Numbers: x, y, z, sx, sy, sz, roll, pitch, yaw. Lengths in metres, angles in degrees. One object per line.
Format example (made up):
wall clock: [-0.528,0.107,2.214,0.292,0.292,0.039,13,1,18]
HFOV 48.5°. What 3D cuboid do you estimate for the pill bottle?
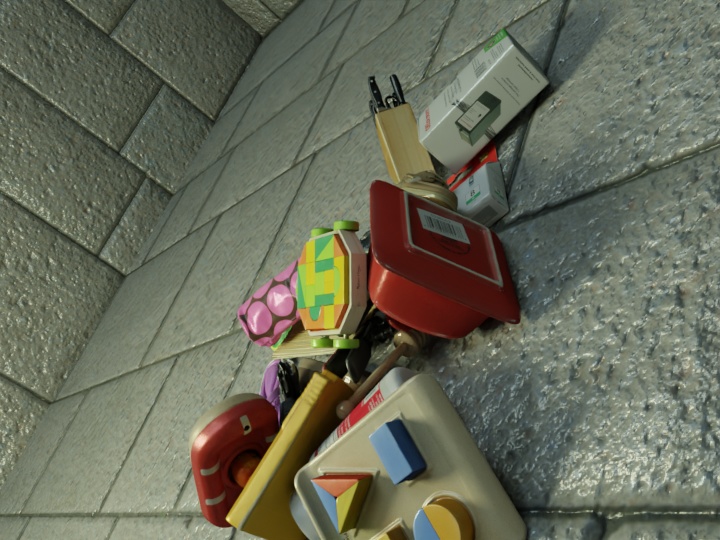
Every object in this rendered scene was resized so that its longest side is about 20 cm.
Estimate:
pill bottle: [0.014,0.215,0.895,0.200,0.112,0.113,-48,24,13]

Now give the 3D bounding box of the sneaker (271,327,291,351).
sneaker: [-0.099,0.047,1.360,0.201,0.083,0.074,-55,-22,-5]

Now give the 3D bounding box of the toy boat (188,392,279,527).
toy boat: [-0.146,0.266,1.059,0.129,0.203,0.130,-24,36,-30]

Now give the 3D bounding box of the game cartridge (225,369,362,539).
game cartridge: [-0.063,0.230,0.965,0.032,0.177,0.202,23,75,28]

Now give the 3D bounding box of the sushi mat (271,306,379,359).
sushi mat: [-0.054,0.093,1.218,0.198,0.012,0.096,-12,35,47]

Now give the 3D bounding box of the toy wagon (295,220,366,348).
toy wagon: [-0.047,0.022,1.040,0.199,0.039,0.158,-10,78,61]

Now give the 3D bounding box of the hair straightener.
hair straightener: [0.020,0.097,1.067,0.076,0.041,0.200,-17,9,26]

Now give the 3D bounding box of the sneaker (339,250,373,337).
sneaker: [0.000,0.000,1.139,0.201,0.082,0.072,-56,6,-15]

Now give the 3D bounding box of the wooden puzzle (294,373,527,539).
wooden puzzle: [0.035,0.231,0.784,0.200,0.046,0.187,-41,67,22]

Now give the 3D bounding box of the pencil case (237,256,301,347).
pencil case: [-0.100,0.042,1.240,0.199,0.090,0.095,-38,68,28]

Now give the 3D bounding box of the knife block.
knife block: [0.063,-0.236,1.342,0.063,0.178,0.200,-18,25,-1]

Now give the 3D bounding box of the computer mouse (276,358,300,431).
computer mouse: [-0.082,0.221,1.088,0.052,0.141,0.200,-6,22,-4]

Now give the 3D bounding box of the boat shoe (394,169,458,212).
boat shoe: [0.091,-0.115,1.147,0.065,0.071,0.200,-54,20,-5]

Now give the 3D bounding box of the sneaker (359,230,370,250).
sneaker: [0.011,0.011,1.259,0.200,0.075,0.080,-48,36,28]

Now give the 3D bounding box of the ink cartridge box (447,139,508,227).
ink cartridge box: [0.138,-0.108,1.192,0.161,0.050,0.201,-40,29,28]

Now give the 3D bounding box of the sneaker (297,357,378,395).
sneaker: [-0.035,0.171,1.132,0.199,0.070,0.077,-3,73,65]

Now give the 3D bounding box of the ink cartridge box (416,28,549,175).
ink cartridge box: [0.186,-0.266,1.255,0.200,0.084,0.146,-44,17,22]

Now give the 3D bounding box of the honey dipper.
honey dipper: [0.030,0.121,0.988,0.038,0.038,0.200,-30,7,42]

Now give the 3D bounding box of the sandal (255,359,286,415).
sandal: [-0.157,0.216,1.295,0.082,0.050,0.204,-42,26,24]

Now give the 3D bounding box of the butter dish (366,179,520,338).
butter dish: [0.077,0.012,0.992,0.149,0.198,0.201,-59,17,32]
